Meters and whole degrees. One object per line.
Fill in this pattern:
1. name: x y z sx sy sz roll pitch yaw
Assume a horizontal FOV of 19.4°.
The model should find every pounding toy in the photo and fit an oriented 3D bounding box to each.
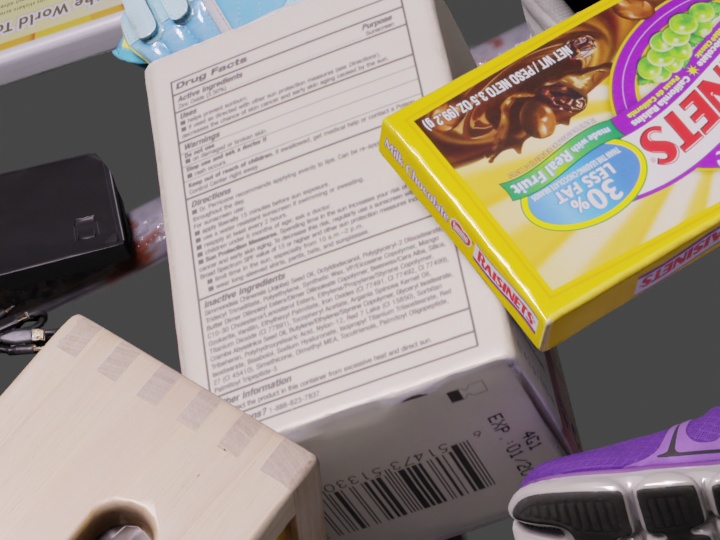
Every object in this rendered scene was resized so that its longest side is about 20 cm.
1. pounding toy: -0.088 0.165 0.691 0.142 0.185 0.200 28 61 20

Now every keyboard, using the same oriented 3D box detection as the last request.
1. keyboard: -0.200 0.010 0.940 0.199 0.021 0.127 -15 41 -3

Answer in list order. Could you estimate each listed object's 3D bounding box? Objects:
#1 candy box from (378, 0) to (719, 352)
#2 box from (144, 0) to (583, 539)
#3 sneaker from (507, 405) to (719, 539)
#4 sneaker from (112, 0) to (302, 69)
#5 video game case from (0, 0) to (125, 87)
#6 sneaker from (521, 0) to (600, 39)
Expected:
1. candy box: 0.116 -0.059 0.765 0.199 0.026 0.102 -30 67 -19
2. box: 0.000 0.000 0.830 0.127 0.109 0.201 -19 52 12
3. sneaker: 0.151 0.068 0.749 0.199 0.081 0.084 -13 39 6
4. sneaker: -0.065 -0.158 0.953 0.130 0.079 0.201 -19 79 18
5. video game case: -0.149 -0.180 1.079 0.199 0.023 0.183 -16 53 15
6. sneaker: 0.144 -0.082 0.836 0.199 0.081 0.075 21 67 33
